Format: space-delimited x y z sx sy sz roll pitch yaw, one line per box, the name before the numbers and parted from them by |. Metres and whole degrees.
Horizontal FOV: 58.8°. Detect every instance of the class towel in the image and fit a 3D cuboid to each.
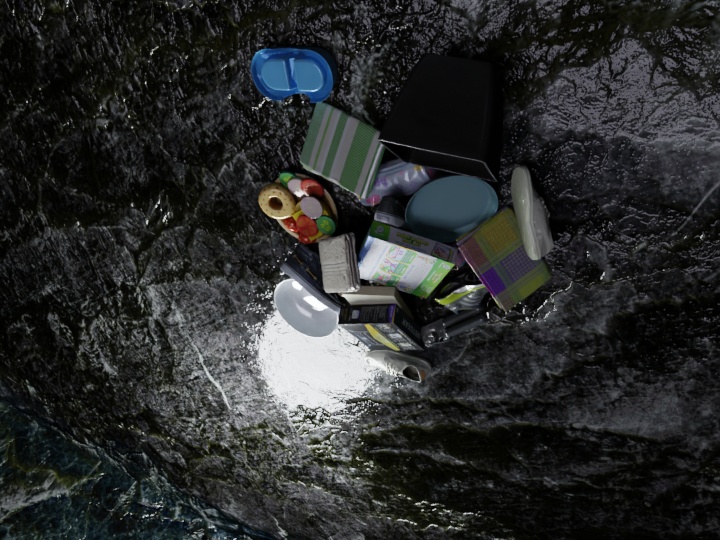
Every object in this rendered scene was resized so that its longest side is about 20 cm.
towel | -0.049 -0.016 1.486 0.200 0.034 0.134 177 87 -67
towel | 0.313 -0.026 1.383 0.143 0.023 0.201 -37 105 4
towel | -0.039 -0.262 1.388 0.199 0.023 0.154 31 113 27

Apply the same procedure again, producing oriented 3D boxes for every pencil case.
pencil case | 0.077 -0.203 1.386 0.198 0.084 0.091 -11 144 34

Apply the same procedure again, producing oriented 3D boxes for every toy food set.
toy food set | -0.145 -0.153 1.577 0.197 0.049 0.201 -24 109 40

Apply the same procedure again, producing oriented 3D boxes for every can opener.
can opener | 0.236 0.137 1.590 0.199 0.066 0.054 -28 68 36

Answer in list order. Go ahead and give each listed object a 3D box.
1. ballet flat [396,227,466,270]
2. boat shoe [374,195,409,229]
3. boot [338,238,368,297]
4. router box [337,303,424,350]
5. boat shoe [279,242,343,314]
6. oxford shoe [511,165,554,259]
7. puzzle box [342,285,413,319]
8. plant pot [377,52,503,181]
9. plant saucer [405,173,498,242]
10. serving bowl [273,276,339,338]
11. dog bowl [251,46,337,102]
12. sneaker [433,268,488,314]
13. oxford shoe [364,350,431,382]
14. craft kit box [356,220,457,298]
ballet flat | 0.148 -0.047 1.475 0.198 0.071 0.070 18 134 18
boat shoe | 0.080 -0.125 1.398 0.068 0.200 0.057 15 94 14
boot | 0.000 0.000 1.594 0.198 0.073 0.152 7 126 29
router box | 0.057 0.147 1.621 0.156 0.053 0.200 -3 153 28
boat shoe | -0.104 0.020 1.618 0.200 0.091 0.071 39 177 5
oxford shoe | 0.353 -0.121 1.304 0.057 0.075 0.202 -19 109 -3
puzzle box | 0.047 0.089 1.591 0.131 0.026 0.200 1 155 19
plant pot | 0.171 -0.285 1.183 0.197 0.200 0.179 16 92 19
plant saucer | 0.192 -0.135 1.359 0.197 0.028 0.201 -4 142 -3
serving bowl | -0.136 0.087 1.744 0.198 0.066 0.202 15 130 19
dog bowl | -0.137 -0.424 1.365 0.198 0.050 0.112 10 128 24
sneaker | 0.268 0.043 1.487 0.081 0.074 0.199 40 139 -23
oxford shoe | 0.096 0.261 1.752 0.198 0.058 0.076 9 130 26
craft kit box | 0.091 -0.019 1.427 0.196 0.049 0.200 21 152 -5
